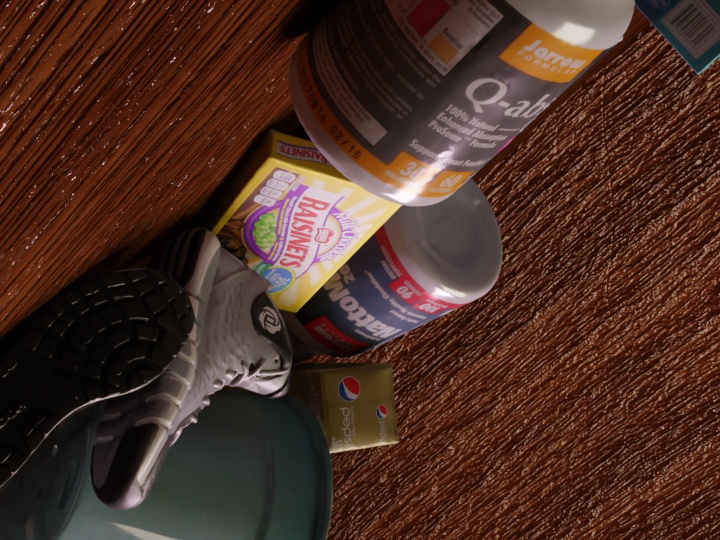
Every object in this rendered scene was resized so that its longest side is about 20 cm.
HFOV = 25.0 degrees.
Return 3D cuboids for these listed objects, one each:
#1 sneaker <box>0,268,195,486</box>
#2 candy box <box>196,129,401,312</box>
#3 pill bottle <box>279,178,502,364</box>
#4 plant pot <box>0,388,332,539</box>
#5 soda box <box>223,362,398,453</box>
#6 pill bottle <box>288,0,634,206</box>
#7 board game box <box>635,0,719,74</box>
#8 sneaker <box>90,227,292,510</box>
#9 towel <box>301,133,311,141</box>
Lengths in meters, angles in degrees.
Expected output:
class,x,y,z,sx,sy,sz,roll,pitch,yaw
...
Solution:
class,x,y,z,sx,sy,sz,roll,pitch,yaw
sneaker,-0.199,0.064,1.012,0.200,0.076,0.088,-36,-170,-21
candy box,-0.052,-0.029,1.117,0.200,0.102,0.026,135,-38,-55
pill bottle,0.000,0.000,1.256,0.200,0.120,0.120,-28,-174,40
plant pot,-0.157,0.161,1.177,0.196,0.200,0.200,21,128,-38
soda box,-0.051,0.107,1.304,0.068,0.064,0.200,-4,180,-32
pill bottle,0.062,-0.131,0.810,0.200,0.116,0.116,-43,176,37
board game box,0.211,-0.216,1.093,0.047,0.151,0.200,-43,177,26
sneaker,-0.099,0.079,1.081,0.075,0.115,0.200,-13,-127,49
towel,0.022,-0.116,1.162,0.200,0.049,0.112,-40,176,-5
